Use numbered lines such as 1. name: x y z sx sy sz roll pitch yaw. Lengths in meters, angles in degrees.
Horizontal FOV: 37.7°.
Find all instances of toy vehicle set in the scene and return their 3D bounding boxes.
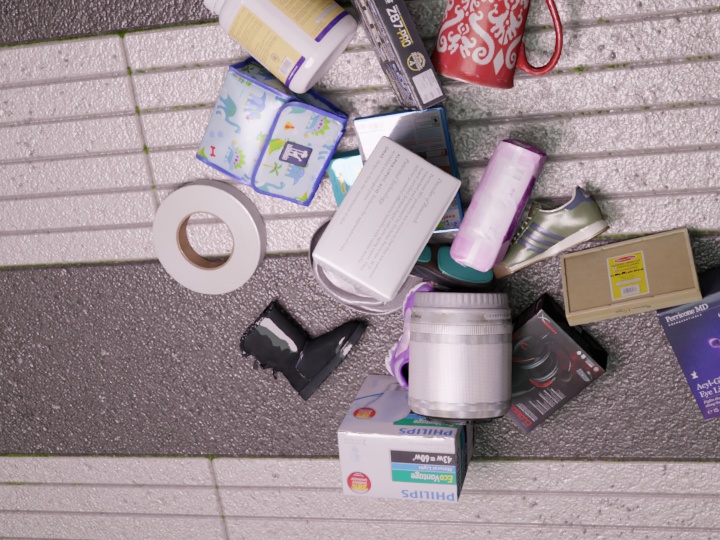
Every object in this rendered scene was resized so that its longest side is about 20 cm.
1. toy vehicle set: 0.409 0.010 1.606 0.200 0.124 0.027 -13 137 20

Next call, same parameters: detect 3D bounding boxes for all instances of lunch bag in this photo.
1. lunch bag: -0.136 -0.215 1.667 0.200 0.127 0.170 28 116 3

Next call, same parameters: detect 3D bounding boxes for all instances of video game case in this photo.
1. video game case: 0.077 -0.150 1.638 0.143 0.018 0.200 -6 112 17

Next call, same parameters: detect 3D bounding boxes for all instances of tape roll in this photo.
1. tape roll: -0.262 -0.056 1.815 0.203 0.037 0.203 5 112 13

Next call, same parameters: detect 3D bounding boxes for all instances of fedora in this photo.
1. fedora: 0.000 0.000 1.733 0.200 0.090 0.177 38 116 -1

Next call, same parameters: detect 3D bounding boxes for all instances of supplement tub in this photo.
1. supplement tub: -0.121 -0.381 1.589 0.200 0.145 0.145 41 116 -2

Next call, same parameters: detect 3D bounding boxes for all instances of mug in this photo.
1. mug: 0.202 -0.376 1.529 0.177 0.133 0.200 3 112 -25

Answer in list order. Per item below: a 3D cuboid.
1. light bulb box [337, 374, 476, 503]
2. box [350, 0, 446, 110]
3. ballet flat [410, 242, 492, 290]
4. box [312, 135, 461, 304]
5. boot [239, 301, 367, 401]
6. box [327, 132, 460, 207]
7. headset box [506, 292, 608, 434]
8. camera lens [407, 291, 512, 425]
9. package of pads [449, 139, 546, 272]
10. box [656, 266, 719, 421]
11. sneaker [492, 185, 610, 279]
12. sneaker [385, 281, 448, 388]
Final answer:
1. light bulb box: 0.083 0.277 1.758 0.198 0.200 0.125 1 112 15
2. box: 0.050 -0.334 1.550 0.049 0.161 0.200 -27 102 -6
3. ballet flat: 0.111 -0.008 1.681 0.200 0.073 0.073 17 116 -12
4. box: 0.033 -0.068 1.529 0.131 0.199 0.200 31 87 -1
5. boot: -0.104 0.117 1.823 0.162 0.073 0.198 41 116 1
6. box: 0.052 -0.159 1.680 0.200 0.049 0.082 -9 108 19
7. headset box: 0.280 0.160 1.726 0.149 0.075 0.200 45 115 -4
8. camera lens: 0.155 0.133 1.636 0.160 0.160 0.200 1 90 15
9. package of pads: 0.210 -0.099 1.598 0.076 0.121 0.200 25 102 10
10. box: 0.558 0.105 1.611 0.148 0.104 0.200 -24 103 23
11. sneaker: 0.284 -0.064 1.651 0.200 0.067 0.090 -26 86 29
12. sneaker: 0.101 0.115 1.743 0.080 0.088 0.200 12 116 -11
